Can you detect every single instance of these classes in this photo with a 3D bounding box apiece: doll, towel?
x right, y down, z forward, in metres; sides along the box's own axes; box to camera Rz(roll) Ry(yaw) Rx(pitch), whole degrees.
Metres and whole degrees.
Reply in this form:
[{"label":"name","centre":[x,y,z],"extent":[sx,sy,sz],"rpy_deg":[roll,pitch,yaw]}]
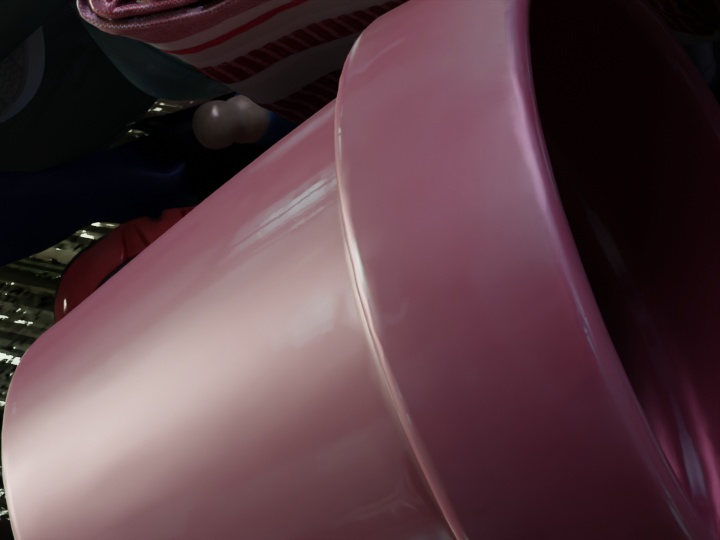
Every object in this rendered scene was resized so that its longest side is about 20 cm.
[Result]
[{"label":"doll","centre":[-0.054,-0.041,0.922],"extent":[0.199,0.049,0.136],"rpy_deg":[-17,-10,-6]},{"label":"towel","centre":[0.022,-0.074,0.751],"extent":[0.143,0.023,0.200],"rpy_deg":[-14,-11,16]}]

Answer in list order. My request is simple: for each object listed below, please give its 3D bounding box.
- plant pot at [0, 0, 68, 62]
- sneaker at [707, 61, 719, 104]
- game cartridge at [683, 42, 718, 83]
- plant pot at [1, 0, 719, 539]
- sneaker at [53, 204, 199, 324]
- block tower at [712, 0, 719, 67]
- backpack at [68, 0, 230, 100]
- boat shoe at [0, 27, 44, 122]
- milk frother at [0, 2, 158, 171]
[{"label":"plant pot","centre":[-0.175,-0.122,0.825],"extent":[0.196,0.200,0.201],"rpy_deg":[-36,28,10]},{"label":"sneaker","centre":[0.068,-0.006,0.817],"extent":[0.199,0.081,0.074],"rpy_deg":[-32,32,-22]},{"label":"game cartridge","centre":[0.098,-0.108,1.019],"extent":[0.132,0.041,0.200],"rpy_deg":[-4,33,30]},{"label":"plant pot","centre":[0.015,0.041,0.680],"extent":[0.178,0.200,0.200],"rpy_deg":[-24,26,23]},{"label":"sneaker","centre":[0.000,0.000,0.856],"extent":[0.199,0.071,0.098],"rpy_deg":[-24,30,-5]},{"label":"block tower","centre":[0.138,-0.139,0.883],"extent":[0.057,0.201,0.054],"rpy_deg":[-13,28,-2]},{"label":"backpack","centre":[-0.029,-0.148,0.964],"extent":[0.126,0.167,0.200],"rpy_deg":[-37,8,32]},{"label":"boat shoe","centre":[-0.174,-0.142,0.947],"extent":[0.073,0.201,0.067],"rpy_deg":[-35,0,18]},{"label":"milk frother","centre":[-0.154,-0.120,1.092],"extent":[0.199,0.181,0.188],"rpy_deg":[-8,53,-49]}]
